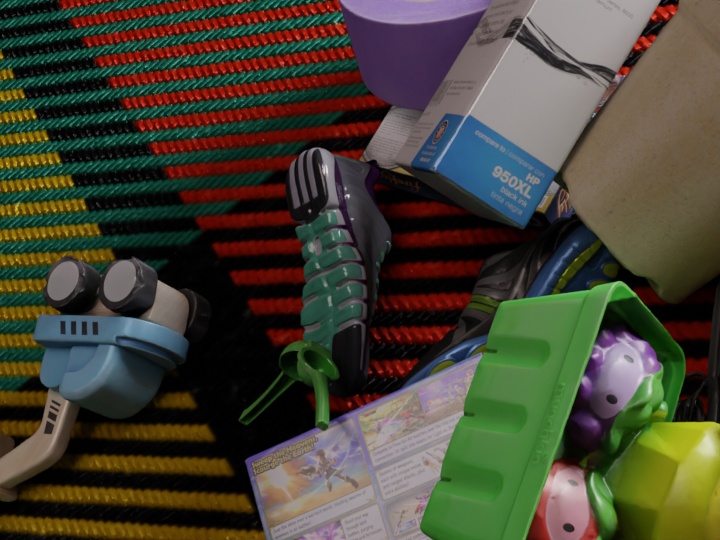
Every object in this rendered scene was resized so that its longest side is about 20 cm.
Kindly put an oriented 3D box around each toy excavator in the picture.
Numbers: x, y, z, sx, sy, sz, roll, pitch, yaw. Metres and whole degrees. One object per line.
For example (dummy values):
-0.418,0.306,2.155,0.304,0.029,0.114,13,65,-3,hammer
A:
-0.241,0.098,1.342,0.193,0.100,0.202,-1,68,34,toy excavator

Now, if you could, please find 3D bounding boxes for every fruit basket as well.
0.166,0.126,0.978,0.214,0.155,0.217,-16,57,26,fruit basket

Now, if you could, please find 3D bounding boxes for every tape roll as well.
0.084,-0.224,1.308,0.198,0.085,0.201,-12,38,9,tape roll

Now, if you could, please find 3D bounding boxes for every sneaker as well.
0.000,0.000,1.264,0.074,0.087,0.202,-19,74,50,sneaker
0.108,0.039,1.177,0.200,0.071,0.083,-46,25,1,sneaker

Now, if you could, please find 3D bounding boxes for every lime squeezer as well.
-0.048,0.084,1.194,0.071,0.038,0.200,-46,12,-17,lime squeezer

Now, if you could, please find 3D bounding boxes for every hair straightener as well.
0.234,0.097,1.072,0.076,0.041,0.202,2,65,34,hair straightener

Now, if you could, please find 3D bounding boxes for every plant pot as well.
0.241,-0.085,1.100,0.183,0.200,0.201,-43,46,15,plant pot

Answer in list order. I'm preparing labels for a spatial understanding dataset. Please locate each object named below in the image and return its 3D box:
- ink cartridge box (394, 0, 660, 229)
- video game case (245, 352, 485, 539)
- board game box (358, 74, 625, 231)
0.120,-0.140,1.140,0.201,0.084,0.145,-59,11,1,ink cartridge box
0.033,0.181,1.104,0.199,0.045,0.183,-25,65,16,video game case
0.109,-0.114,1.293,0.199,0.035,0.136,20,72,40,board game box
